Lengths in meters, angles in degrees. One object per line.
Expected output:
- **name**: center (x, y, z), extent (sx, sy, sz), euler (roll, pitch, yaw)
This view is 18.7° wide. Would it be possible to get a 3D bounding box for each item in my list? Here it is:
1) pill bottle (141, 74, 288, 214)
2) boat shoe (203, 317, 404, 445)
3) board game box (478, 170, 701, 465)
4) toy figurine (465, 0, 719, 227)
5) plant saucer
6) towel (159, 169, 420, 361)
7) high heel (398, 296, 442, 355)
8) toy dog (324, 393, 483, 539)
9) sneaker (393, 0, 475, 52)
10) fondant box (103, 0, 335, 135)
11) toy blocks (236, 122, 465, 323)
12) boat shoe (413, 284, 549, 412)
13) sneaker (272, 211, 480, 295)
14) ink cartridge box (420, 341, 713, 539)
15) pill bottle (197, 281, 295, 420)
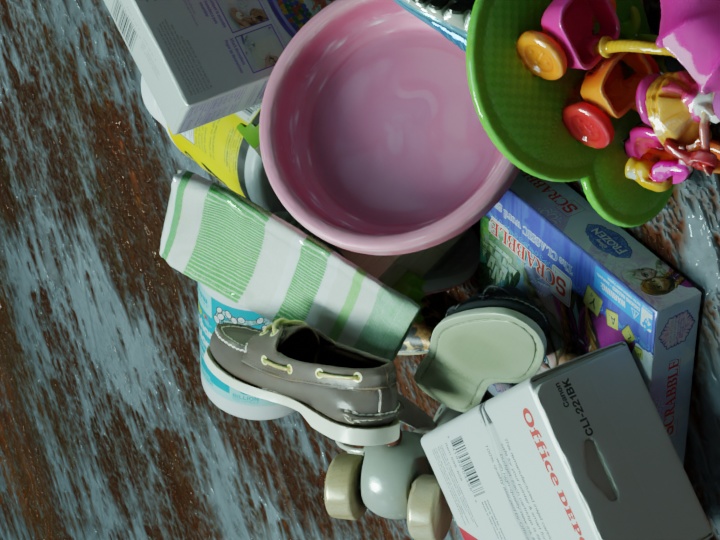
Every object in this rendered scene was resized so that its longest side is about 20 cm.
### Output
- **pill bottle**: center (-0.089, -0.124, 1.767), extent (0.200, 0.114, 0.115), euler (37, 141, 47)
- **boat shoe**: center (-0.043, 0.069, 1.599), extent (0.200, 0.072, 0.060), euler (24, 115, 47)
- **board game box**: center (0.155, 0.049, 1.536), extent (0.200, 0.041, 0.200), euler (43, 145, 43)
- **toy figurine**: center (0.188, -0.107, 1.271), extent (0.184, 0.150, 0.200), euler (4, 135, 53)
- **plant saucer**: center (0.029, -0.104, 1.531), extent (0.201, 0.200, 0.051), euler (56, -173, 25)
- **towel**: center (-0.056, 0.007, 1.599), extent (0.200, 0.023, 0.153), euler (32, 156, 5)
- **high heel**: center (0.004, -0.015, 1.757), extent (0.200, 0.071, 0.143), euler (31, 136, 58)
- **toy dog**: center (0.042, 0.123, 1.657), extent (0.200, 0.131, 0.097), euler (-83, -6, -68)
- **sneaker**: center (0.084, -0.152, 1.447), extent (0.200, 0.078, 0.090), euler (38, 150, 26)
- **fondant box**: center (-0.078, -0.202, 1.615), extent (0.145, 0.200, 0.058), euler (62, 158, 12)
- **toy blocks**: center (0.021, -0.082, 1.600), extent (0.200, 0.137, 0.100), euler (49, -168, 27)
- **boat shoe**: center (0.094, 0.043, 1.531), extent (0.074, 0.066, 0.199), euler (31, 158, 2)
- **sneaker**: center (0.000, 0.000, 1.702), extent (0.105, 0.199, 0.076), euler (69, -157, -59)
- **ink cartridge box**: center (0.137, 0.147, 1.501), extent (0.145, 0.084, 0.200), euler (66, 156, 6)
- **pill bottle**: center (-0.089, 0.028, 1.929), extent (0.111, 0.111, 0.200), euler (46, 147, 40)
